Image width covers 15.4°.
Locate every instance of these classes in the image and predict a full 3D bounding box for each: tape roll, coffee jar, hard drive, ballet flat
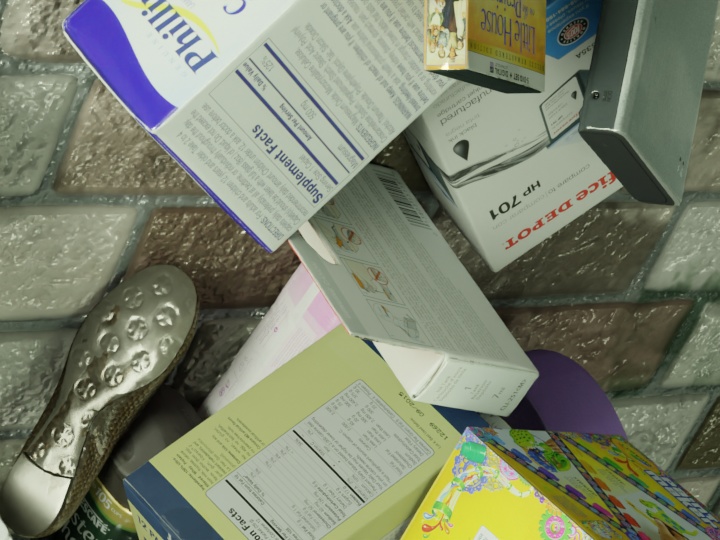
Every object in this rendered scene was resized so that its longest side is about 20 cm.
[{"bbox_3d":[0.118,0.161,1.927,0.065,0.200,0.201,-9,136,-31],"label":"tape roll"},{"bbox_3d":[-0.159,0.175,1.808,0.085,0.104,0.201,-8,134,-34],"label":"coffee jar"},{"bbox_3d":[0.185,-0.158,1.650,0.140,0.033,0.201,38,61,-62],"label":"hard drive"},{"bbox_3d":[-0.167,0.085,1.721,0.201,0.067,0.046,-59,166,0],"label":"ballet flat"}]

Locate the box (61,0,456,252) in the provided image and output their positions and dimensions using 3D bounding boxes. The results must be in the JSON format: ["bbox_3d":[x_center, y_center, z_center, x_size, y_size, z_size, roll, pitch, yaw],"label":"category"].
[{"bbox_3d":[-0.041,-0.140,1.531,0.200,0.105,0.184,-43,150,0],"label":"box"}]

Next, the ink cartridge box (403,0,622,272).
[{"bbox_3d":[0.100,-0.115,1.714,0.146,0.086,0.200,-34,141,-4],"label":"ink cartridge box"}]

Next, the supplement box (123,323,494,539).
[{"bbox_3d":[-0.024,0.175,1.734,0.199,0.134,0.201,-35,145,-20],"label":"supplement box"}]

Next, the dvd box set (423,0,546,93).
[{"bbox_3d":[0.072,-0.205,1.499,0.029,0.202,0.146,0,178,21],"label":"dvd box set"}]

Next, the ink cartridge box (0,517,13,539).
[{"bbox_3d":[-0.249,0.223,1.716,0.084,0.145,0.201,-25,126,-12],"label":"ink cartridge box"}]

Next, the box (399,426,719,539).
[{"bbox_3d":[0.110,0.218,1.700,0.192,0.122,0.201,8,117,-54],"label":"box"}]

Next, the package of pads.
[{"bbox_3d":[-0.028,0.077,1.828,0.120,0.076,0.200,14,121,-43],"label":"package of pads"}]

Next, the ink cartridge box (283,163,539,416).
[{"bbox_3d":[0.000,0.000,1.663,0.173,0.200,0.044,12,124,-44],"label":"ink cartridge box"}]
